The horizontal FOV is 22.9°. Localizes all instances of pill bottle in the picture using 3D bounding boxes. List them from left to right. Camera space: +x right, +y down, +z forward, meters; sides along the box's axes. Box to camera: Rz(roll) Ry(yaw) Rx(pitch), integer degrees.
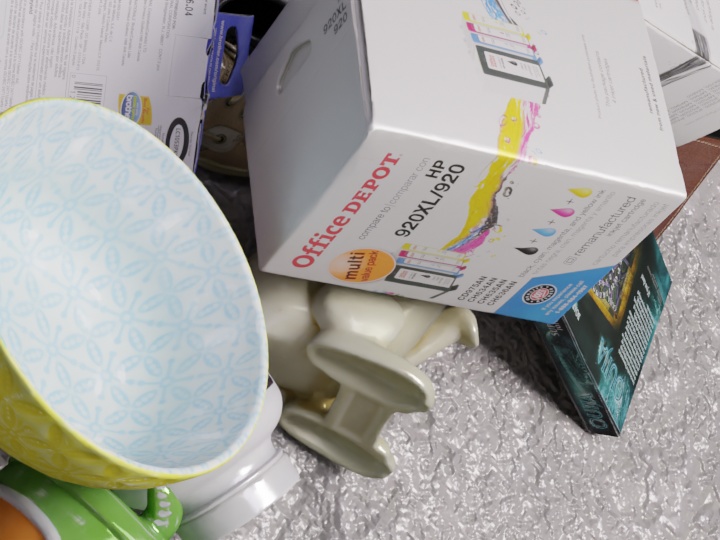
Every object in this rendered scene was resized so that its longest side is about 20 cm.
[{"bbox_3d":[-0.120,0.055,1.013,0.112,0.112,0.201,-35,93,-38],"label":"pill bottle"}]

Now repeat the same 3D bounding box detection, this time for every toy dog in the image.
[{"bbox_3d":[0.000,0.000,1.122,0.193,0.140,0.200,23,56,9],"label":"toy dog"}]

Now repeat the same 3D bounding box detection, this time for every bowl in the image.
[{"bbox_3d":[-0.151,0.025,0.886,0.200,0.107,0.201,34,42,-38],"label":"bowl"}]

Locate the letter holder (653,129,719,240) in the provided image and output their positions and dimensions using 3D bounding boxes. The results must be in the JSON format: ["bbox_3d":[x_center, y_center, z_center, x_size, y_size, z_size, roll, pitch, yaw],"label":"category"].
[{"bbox_3d":[0.132,-0.083,1.261,0.199,0.142,0.101,9,36,-35],"label":"letter holder"}]

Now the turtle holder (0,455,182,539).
[{"bbox_3d":[-0.154,0.181,0.945,0.141,0.186,0.132,34,65,21],"label":"turtle holder"}]

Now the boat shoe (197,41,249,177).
[{"bbox_3d":[-0.097,-0.112,1.121,0.199,0.065,0.073,15,64,-29],"label":"boat shoe"}]

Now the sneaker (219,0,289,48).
[{"bbox_3d":[-0.032,-0.166,1.172,0.199,0.070,0.090,11,51,-30],"label":"sneaker"}]

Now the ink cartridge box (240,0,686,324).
[{"bbox_3d":[0.052,-0.078,1.007,0.199,0.147,0.145,10,54,-26],"label":"ink cartridge box"}]

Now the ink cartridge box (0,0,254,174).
[{"bbox_3d":[-0.157,-0.128,1.013,0.199,0.076,0.137,4,108,-16],"label":"ink cartridge box"}]

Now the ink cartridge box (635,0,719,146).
[{"bbox_3d":[0.169,-0.184,1.149,0.200,0.083,0.148,22,52,-43],"label":"ink cartridge box"}]

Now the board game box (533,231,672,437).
[{"bbox_3d":[0.160,0.005,1.206,0.136,0.028,0.200,-66,147,-27],"label":"board game box"}]
